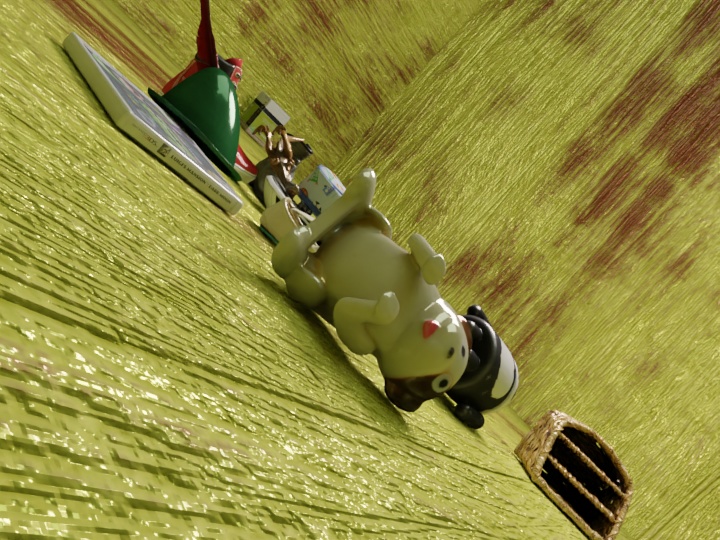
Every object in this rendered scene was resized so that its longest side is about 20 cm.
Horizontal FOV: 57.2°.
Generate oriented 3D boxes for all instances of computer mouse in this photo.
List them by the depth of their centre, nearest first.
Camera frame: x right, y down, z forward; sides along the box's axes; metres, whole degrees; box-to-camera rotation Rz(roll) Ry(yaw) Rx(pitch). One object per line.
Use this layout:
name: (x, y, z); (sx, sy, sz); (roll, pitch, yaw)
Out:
computer mouse: (-0.106, -0.076, 1.094); (0.200, 0.044, 0.110); (49, 7, -38)

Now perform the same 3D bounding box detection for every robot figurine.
robot figurine: (0.177, 0.149, 1.037); (0.125, 0.151, 0.200); (41, -4, 42)

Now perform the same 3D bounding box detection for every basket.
basket: (0.403, 0.366, 1.201); (0.200, 0.143, 0.149); (44, 2, -2)

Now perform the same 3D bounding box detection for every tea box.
tea box: (-0.467, -0.724, 3.162); (0.133, 0.197, 0.200); (41, 5, -34)

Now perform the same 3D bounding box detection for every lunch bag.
lunch bag: (-0.032, -0.094, 1.147); (0.161, 0.075, 0.200); (50, 7, 8)

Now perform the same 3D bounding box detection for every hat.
hat: (-0.183, -0.257, 0.920); (0.200, 0.177, 0.165); (47, -9, -37)

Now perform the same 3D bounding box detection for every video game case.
video game case: (-0.230, -0.163, 0.739); (0.200, 0.023, 0.182); (48, 4, 37)

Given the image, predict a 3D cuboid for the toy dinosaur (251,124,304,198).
toy dinosaur: (-0.133, -0.198, 1.099); (0.203, 0.059, 0.107); (-96, 169, -45)

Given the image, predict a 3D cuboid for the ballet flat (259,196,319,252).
ballet flat: (-0.048, -0.016, 0.869); (0.200, 0.069, 0.069); (45, 3, -6)

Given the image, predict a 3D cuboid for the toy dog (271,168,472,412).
toy dog: (0.019, 0.042, 0.651); (0.200, 0.139, 0.195); (44, -34, 14)

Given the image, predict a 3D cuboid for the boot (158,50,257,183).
boot: (-0.206, -0.248, 1.047); (0.200, 0.144, 0.072); (45, 0, -29)

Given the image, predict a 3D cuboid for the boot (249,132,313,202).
boot: (-0.134, -0.179, 1.198); (0.068, 0.131, 0.200); (41, 5, -40)
